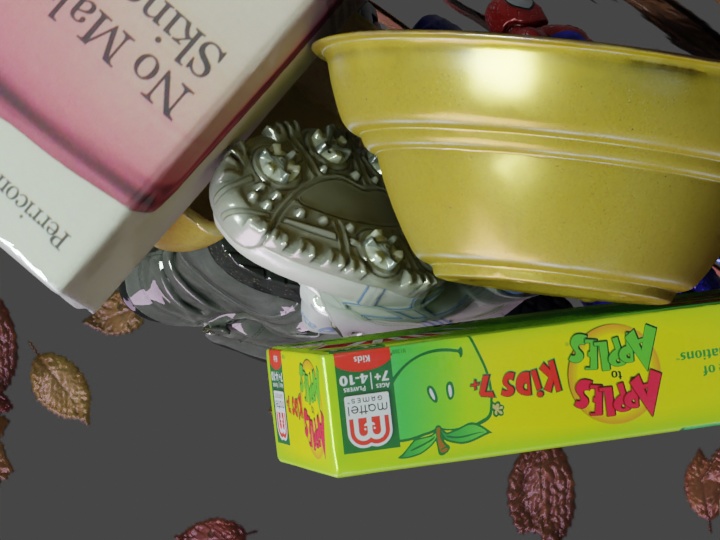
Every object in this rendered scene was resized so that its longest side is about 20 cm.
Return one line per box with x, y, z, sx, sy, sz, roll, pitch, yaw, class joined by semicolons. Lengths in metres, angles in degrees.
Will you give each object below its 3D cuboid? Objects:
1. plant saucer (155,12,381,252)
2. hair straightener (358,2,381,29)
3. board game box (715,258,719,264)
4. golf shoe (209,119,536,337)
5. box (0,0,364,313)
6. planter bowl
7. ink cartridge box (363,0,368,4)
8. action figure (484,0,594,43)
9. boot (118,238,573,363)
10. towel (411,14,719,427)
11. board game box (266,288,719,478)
-0.091;-0.089;1.235;0.200;0.049;0.200;37;-144;14;plant saucer
-0.001;-0.108;1.358;0.077;0.041;0.201;55;-160;-37;hair straightener
0.172;-0.007;1.335;0.157;0.039;0.200;24;-164;-18;board game box
0.000;0.000;1.158;0.199;0.097;0.079;10;-132;-48;golf shoe
-0.088;-0.101;1.077;0.128;0.200;0.109;40;177;3;box
0.076;-0.033;1.073;0.199;0.084;0.200;6;178;0;planter bowl
-0.088;-0.165;1.232;0.199;0.047;0.198;33;-156;2;ink cartridge box
0.125;-0.066;1.255;0.200;0.052;0.065;38;177;31;action figure
-0.004;0.017;1.327;0.199;0.068;0.131;24;157;-16;boot
0.096;-0.019;1.288;0.148;0.050;0.200;48;179;-42;towel
0.072;0.042;1.127;0.199;0.048;0.102;-7;-178;-14;board game box
